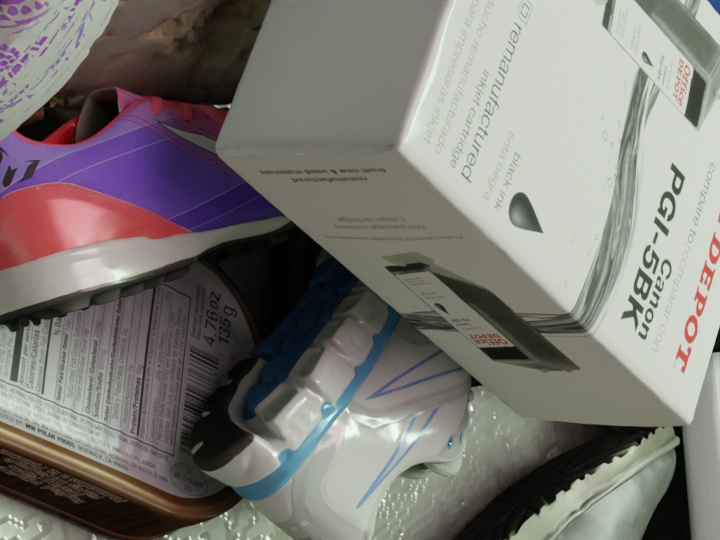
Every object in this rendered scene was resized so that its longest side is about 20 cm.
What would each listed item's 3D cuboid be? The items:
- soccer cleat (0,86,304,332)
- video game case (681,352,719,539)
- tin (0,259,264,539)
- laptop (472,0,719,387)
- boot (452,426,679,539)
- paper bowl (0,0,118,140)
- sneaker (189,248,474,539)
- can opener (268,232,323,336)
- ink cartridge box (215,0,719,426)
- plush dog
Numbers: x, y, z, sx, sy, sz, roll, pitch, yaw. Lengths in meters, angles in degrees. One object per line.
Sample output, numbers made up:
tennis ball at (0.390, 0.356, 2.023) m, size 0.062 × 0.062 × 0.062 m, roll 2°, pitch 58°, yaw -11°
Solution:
soccer cleat at (-0.062, -0.037, 0.828) m, size 0.199 × 0.068 × 0.074 m, roll -21°, pitch 93°, yaw -49°
video game case at (0.186, 0.121, 1.112) m, size 0.182 × 0.023 × 0.201 m, roll 39°, pitch 46°, yaw -63°
tin at (-0.108, 0.025, 0.831) m, size 0.200 × 0.042 × 0.113 m, roll 29°, pitch 52°, yaw -41°
laptop at (0.115, -0.057, 0.983) m, size 0.103 × 0.176 × 0.202 m, roll -170°, pitch -107°, yaw -86°
boot at (0.115, 0.187, 1.010) m, size 0.181 × 0.072 × 0.201 m, roll -33°, pitch 96°, yaw -37°
paper bowl at (-0.162, -0.126, 0.707) m, size 0.104 × 0.199 × 0.202 m, roll 23°, pitch 53°, yaw -81°
sneaker at (0.018, 0.031, 0.885) m, size 0.087 × 0.075 × 0.200 m, roll 51°, pitch 57°, yaw -20°
can opener at (0.000, 0.000, 0.955) m, size 0.067 × 0.053 × 0.201 m, roll 24°, pitch 60°, yaw -42°
ink cartridge box at (0.059, -0.052, 0.816) m, size 0.200 × 0.083 × 0.148 m, roll 40°, pitch 62°, yaw -43°
plush dog at (-0.105, -0.147, 0.846) m, size 0.200 × 0.160 × 0.173 m, roll 49°, pitch 21°, yaw -68°
